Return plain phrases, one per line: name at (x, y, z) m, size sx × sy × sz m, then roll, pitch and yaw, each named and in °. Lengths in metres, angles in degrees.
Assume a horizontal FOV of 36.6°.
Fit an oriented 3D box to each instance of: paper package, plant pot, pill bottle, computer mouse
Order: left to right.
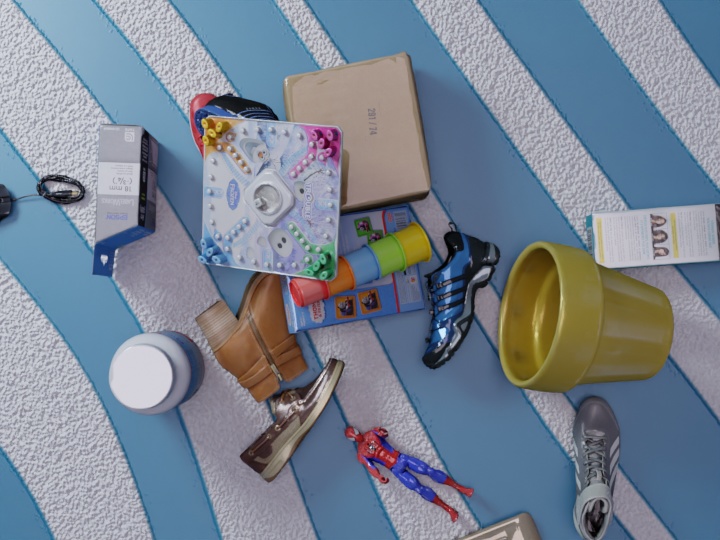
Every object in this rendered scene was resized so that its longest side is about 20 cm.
computer mouse at (-0.496, -0.103, 1.564) m, size 0.199 × 0.034 × 0.059 m, roll -11°, pitch 87°, yaw 0°
pill bottle at (-0.276, 0.137, 1.471) m, size 0.108 × 0.200 × 0.110 m, roll 0°, pitch 88°, yaw 0°
paper package at (-0.005, -0.186, 1.529) m, size 0.189 × 0.103 × 0.201 m, roll -11°, pitch 89°, yaw 1°
plant pot at (0.311, 0.072, 1.483) m, size 0.188 × 0.201 × 0.202 m, roll 8°, pitch 88°, yaw -15°

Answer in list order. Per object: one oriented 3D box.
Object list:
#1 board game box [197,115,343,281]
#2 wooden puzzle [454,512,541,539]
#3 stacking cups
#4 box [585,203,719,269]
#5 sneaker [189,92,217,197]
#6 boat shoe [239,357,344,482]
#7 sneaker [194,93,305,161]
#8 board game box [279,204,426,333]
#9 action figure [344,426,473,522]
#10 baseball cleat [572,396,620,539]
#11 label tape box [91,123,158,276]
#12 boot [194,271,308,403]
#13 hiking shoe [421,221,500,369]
board game box at (-0.122, -0.094, 1.422) m, size 0.199 × 0.026 × 0.201 m, roll 8°, pitch 103°, yaw 21°
wooden puzzle at (0.184, 0.463, 1.533) m, size 0.199 × 0.046 × 0.186 m, roll -22°, pitch 88°, yaw -1°
stacking cups at (0.000, 0.000, 1.479) m, size 0.199 × 0.060 × 0.061 m, roll -26°, pitch 88°, yaw -19°
box at (0.426, -0.047, 1.547) m, size 0.198 × 0.049 × 0.083 m, roll -4°, pitch 88°, yaw 0°
sneaker at (-0.191, -0.163, 1.522) m, size 0.078 × 0.116 × 0.201 m, roll -25°, pitch 88°, yaw 0°
boat shoe at (-0.098, 0.199, 1.534) m, size 0.072 × 0.072 × 0.201 m, roll 35°, pitch 95°, yaw 0°
sneaker at (-0.127, -0.184, 1.474) m, size 0.199 × 0.070 × 0.078 m, roll 31°, pitch 46°, yaw 16°
board game box at (-0.015, -0.003, 1.521) m, size 0.199 × 0.037 × 0.152 m, roll -9°, pitch 88°, yaw -23°
action figure at (0.062, 0.277, 1.518) m, size 0.199 × 0.099 × 0.065 m, roll 32°, pitch 87°, yaw 4°
baseball cleat at (0.331, 0.277, 1.509) m, size 0.069 × 0.106 × 0.202 m, roll -1°, pitch 86°, yaw 5°
label tape box at (-0.323, -0.092, 1.508) m, size 0.063 × 0.144 × 0.202 m, roll 2°, pitch 89°, yaw -2°
boot at (-0.116, 0.076, 1.544) m, size 0.200 × 0.074 × 0.155 m, roll -36°, pitch 97°, yaw -6°
hiking shoe at (0.120, 0.040, 1.535) m, size 0.086 × 0.074 × 0.201 m, roll 26°, pitch 78°, yaw -6°
